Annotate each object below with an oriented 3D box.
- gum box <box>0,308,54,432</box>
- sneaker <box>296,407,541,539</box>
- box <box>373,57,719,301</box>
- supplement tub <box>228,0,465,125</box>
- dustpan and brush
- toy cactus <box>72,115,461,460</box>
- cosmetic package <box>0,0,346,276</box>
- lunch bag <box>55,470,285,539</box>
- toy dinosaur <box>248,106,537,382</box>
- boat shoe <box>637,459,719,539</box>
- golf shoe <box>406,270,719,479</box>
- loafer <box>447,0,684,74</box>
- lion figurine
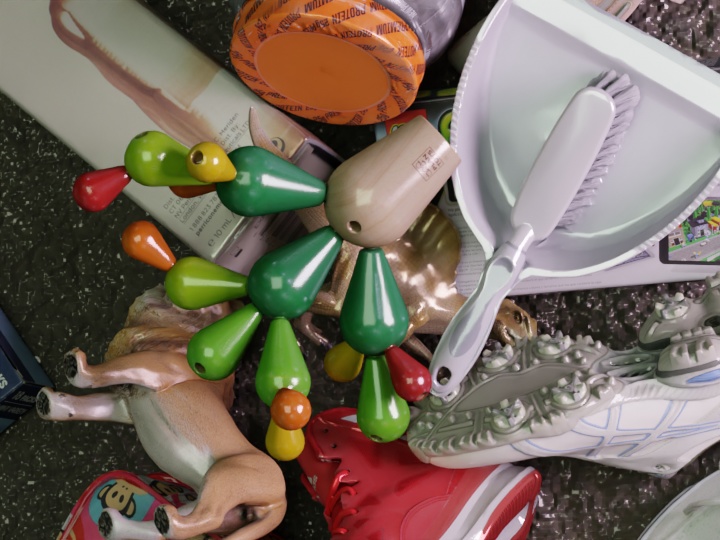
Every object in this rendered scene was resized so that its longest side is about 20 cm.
[{"bbox_3d":[-0.301,0.061,1.250,0.200,0.045,0.170,-40,73,9],"label":"gum box"},{"bbox_3d":[-0.004,0.136,1.083,0.115,0.200,0.078,25,119,24],"label":"sneaker"},{"bbox_3d":[0.112,-0.045,1.122,0.200,0.035,0.110,-4,103,17],"label":"box"},{"bbox_3d":[0.002,-0.183,1.120,0.122,0.123,0.200,4,60,18],"label":"supplement tub"},{"bbox_3d":[0.087,-0.027,1.075,0.140,0.057,0.200,30,105,9],"label":"dustpan and brush"},{"bbox_3d":[-0.024,-0.010,1.049,0.165,0.102,0.200,-43,96,0],"label":"toy cactus"},{"bbox_3d":[-0.110,-0.086,1.183,0.200,0.103,0.087,38,93,17],"label":"cosmetic package"},{"bbox_3d":[-0.087,0.217,1.140,0.200,0.082,0.176,29,92,19],"label":"lunch bag"},{"bbox_3d":[0.000,0.000,1.123,0.200,0.058,0.101,36,103,-12],"label":"toy dinosaur"},{"bbox_3d":[0.211,0.116,1.059,0.202,0.086,0.075,-29,75,11],"label":"boat shoe"},{"bbox_3d":[0.124,0.076,1.087,0.200,0.078,0.097,-16,122,9],"label":"golf shoe"},{"bbox_3d":[0.139,-0.150,1.139,0.200,0.072,0.063,-37,91,16],"label":"loafer"},{"bbox_3d":[-0.085,0.085,1.125,0.072,0.122,0.200,-56,49,38],"label":"lion figurine"}]
